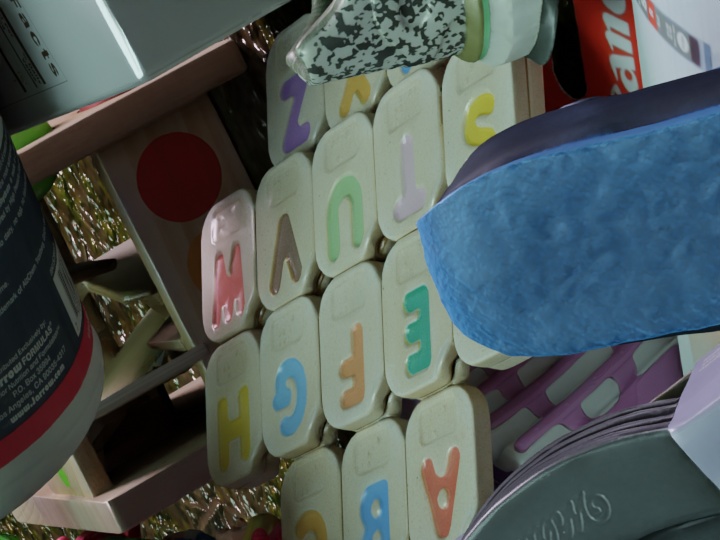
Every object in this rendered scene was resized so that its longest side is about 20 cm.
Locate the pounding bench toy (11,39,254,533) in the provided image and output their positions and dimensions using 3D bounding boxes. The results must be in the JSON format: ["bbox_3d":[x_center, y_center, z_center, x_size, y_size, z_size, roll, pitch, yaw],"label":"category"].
[{"bbox_3d":[-0.123,0.016,1.119,0.156,0.200,0.124,64,158,-9],"label":"pounding bench toy"}]

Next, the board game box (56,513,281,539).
[{"bbox_3d":[-0.054,0.108,1.122,0.158,0.200,0.039,-166,75,-73],"label":"board game box"}]

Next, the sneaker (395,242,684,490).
[{"bbox_3d":[0.053,0.042,0.948,0.200,0.080,0.089,28,149,60],"label":"sneaker"}]

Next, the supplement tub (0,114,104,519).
[{"bbox_3d":[-0.176,-0.017,0.953,0.140,0.140,0.200,29,146,52],"label":"supplement tub"}]

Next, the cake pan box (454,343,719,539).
[{"bbox_3d":[0.110,0.117,0.750,0.184,0.052,0.200,-38,97,24],"label":"cake pan box"}]

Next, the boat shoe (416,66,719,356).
[{"bbox_3d":[0.111,-0.031,0.664,0.200,0.069,0.084,-2,113,21],"label":"boat shoe"}]

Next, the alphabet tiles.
[{"bbox_3d":[0.000,0.000,0.926,0.200,0.015,0.196,-29,59,56],"label":"alphabet tiles"}]

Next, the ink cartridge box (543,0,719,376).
[{"bbox_3d":[0.085,-0.037,0.809,0.200,0.050,0.162,32,144,45],"label":"ink cartridge box"}]

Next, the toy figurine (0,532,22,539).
[{"bbox_3d":[-0.079,0.184,0.983,0.184,0.150,0.200,29,-179,-23],"label":"toy figurine"}]

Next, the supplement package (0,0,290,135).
[{"bbox_3d":[-0.080,-0.126,0.957,0.120,0.121,0.200,62,158,-8],"label":"supplement package"}]

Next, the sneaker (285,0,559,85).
[{"bbox_3d":[-0.014,-0.140,0.817,0.077,0.089,0.200,157,92,-77],"label":"sneaker"}]
